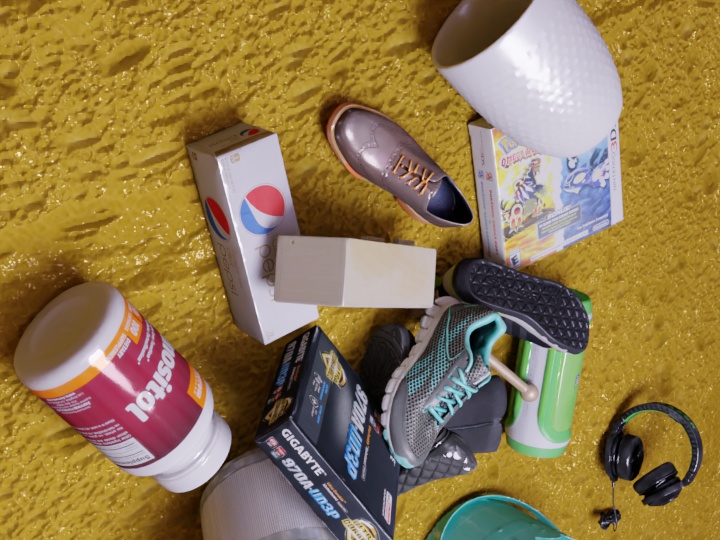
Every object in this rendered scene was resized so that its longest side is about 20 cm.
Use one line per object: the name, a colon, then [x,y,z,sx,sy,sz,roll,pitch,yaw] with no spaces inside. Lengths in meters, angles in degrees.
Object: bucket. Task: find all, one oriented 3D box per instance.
bucket: [0.174,0.388,1.346,0.207,0.135,0.208,-14,114,-33]

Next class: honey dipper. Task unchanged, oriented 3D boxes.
honey dipper: [0.138,0.092,1.249,0.200,0.038,0.038,38,82,-25]

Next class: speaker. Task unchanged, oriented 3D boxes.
speaker: [0.229,0.123,1.328,0.088,0.088,0.201,-4,108,-36]

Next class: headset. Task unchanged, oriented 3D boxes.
headset: [0.389,0.274,1.489,0.094,0.123,0.200,6,118,-57]

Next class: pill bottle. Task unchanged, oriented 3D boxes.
pill bottle: [-0.206,0.112,0.980,0.113,0.113,0.200,-48,128,-13]

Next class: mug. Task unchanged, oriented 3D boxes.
mug: [0.187,-0.223,1.135,0.175,0.147,0.200,41,38,-26]

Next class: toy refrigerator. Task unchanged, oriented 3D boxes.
toy refrigerator: [0.000,0.000,1.065,0.200,0.076,0.070,5,88,-62]

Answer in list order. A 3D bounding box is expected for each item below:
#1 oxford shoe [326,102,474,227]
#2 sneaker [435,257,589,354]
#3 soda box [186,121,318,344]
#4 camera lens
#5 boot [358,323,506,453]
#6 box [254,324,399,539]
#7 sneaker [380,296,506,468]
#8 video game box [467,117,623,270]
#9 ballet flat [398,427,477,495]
oxford shoe: [0.047,-0.108,1.117,0.200,0.073,0.071,33,86,-39]
sneaker: [0.172,0.039,1.243,0.200,0.083,0.072,28,66,-20]
soda box: [-0.101,-0.035,1.039,0.068,0.064,0.201,-26,119,-27]
camera lens: [-0.071,0.285,1.070,0.159,0.200,0.160,-8,131,-10]
boot: [0.092,0.138,1.241,0.200,0.066,0.165,4,112,-34]
box: [-0.025,0.163,1.061,0.046,0.200,0.159,-33,105,16]
sneaker: [0.089,0.111,1.124,0.078,0.091,0.200,44,58,-37]
video game box: [0.222,-0.113,1.265,0.200,0.047,0.183,-24,116,-28]
ballet flat: [0.043,0.239,1.186,0.057,0.200,0.066,49,34,-2]
